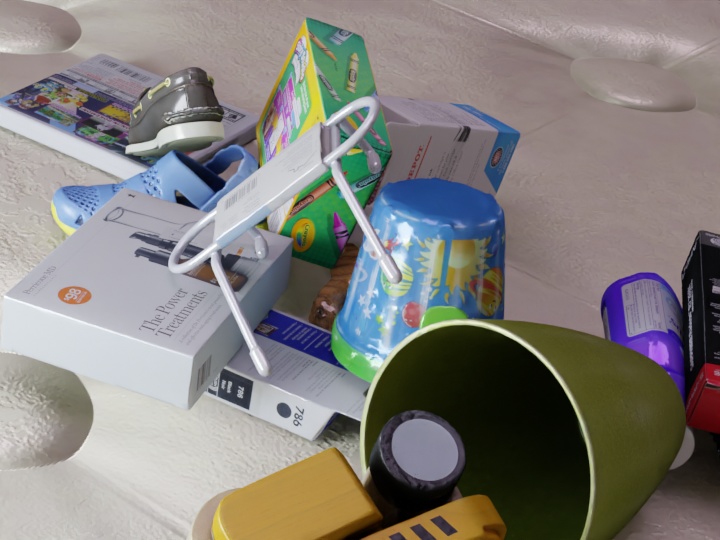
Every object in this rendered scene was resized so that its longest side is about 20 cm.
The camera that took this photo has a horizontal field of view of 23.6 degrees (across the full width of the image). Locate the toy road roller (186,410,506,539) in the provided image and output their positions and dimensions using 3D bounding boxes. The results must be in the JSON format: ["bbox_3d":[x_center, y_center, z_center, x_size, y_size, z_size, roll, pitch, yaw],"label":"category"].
[{"bbox_3d":[0.000,0.189,1.039,0.199,0.123,0.146,-18,62,-28],"label":"toy road roller"}]

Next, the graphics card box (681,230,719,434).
[{"bbox_3d":[0.310,0.055,1.310,0.125,0.051,0.200,14,37,-1],"label":"graphics card box"}]

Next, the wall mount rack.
[{"bbox_3d":[-0.044,-0.027,1.226,0.075,0.200,0.174,45,20,-24],"label":"wall mount rack"}]

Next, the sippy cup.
[{"bbox_3d":[0.052,0.006,1.285,0.139,0.131,0.178,-13,31,-37],"label":"sippy cup"}]

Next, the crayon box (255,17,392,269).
[{"bbox_3d":[-0.034,-0.110,1.436,0.058,0.119,0.200,17,31,-19],"label":"crayon box"}]

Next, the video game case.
[{"bbox_3d":[-0.223,-0.145,1.658,0.199,0.023,0.182,24,31,20],"label":"video game case"}]

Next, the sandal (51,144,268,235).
[{"bbox_3d":[-0.164,-0.066,1.474,0.199,0.087,0.080,-4,34,-21],"label":"sandal"}]

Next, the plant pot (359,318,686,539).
[{"bbox_3d":[0.133,0.114,1.184,0.187,0.188,0.200,31,24,32],"label":"plant pot"}]

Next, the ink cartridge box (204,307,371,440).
[{"bbox_3d":[-0.063,0.072,1.311,0.199,0.039,0.099,21,30,20],"label":"ink cartridge box"}]

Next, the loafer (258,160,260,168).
[{"bbox_3d":[-0.045,-0.137,1.653,0.068,0.071,0.201,17,29,10],"label":"loafer"}]

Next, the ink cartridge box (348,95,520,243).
[{"bbox_3d":[0.041,-0.086,1.497,0.068,0.116,0.200,33,19,33],"label":"ink cartridge box"}]

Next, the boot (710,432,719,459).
[{"bbox_3d":[0.358,0.112,1.349,0.162,0.074,0.199,6,36,-5],"label":"boot"}]

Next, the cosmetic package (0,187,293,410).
[{"bbox_3d":[-0.155,0.016,1.295,0.150,0.052,0.200,15,30,13],"label":"cosmetic package"}]

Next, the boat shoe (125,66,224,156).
[{"bbox_3d":[-0.161,-0.134,1.489,0.071,0.061,0.201,-7,1,-20],"label":"boat shoe"}]

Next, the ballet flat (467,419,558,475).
[{"bbox_3d":[0.122,0.110,1.313,0.067,0.057,0.200,50,45,10],"label":"ballet flat"}]

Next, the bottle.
[{"bbox_3d":[0.228,0.080,1.349,0.065,0.084,0.200,-19,25,14],"label":"bottle"}]

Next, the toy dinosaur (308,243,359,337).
[{"bbox_3d":[0.000,0.000,1.429,0.106,0.061,0.200,19,20,-3],"label":"toy dinosaur"}]
